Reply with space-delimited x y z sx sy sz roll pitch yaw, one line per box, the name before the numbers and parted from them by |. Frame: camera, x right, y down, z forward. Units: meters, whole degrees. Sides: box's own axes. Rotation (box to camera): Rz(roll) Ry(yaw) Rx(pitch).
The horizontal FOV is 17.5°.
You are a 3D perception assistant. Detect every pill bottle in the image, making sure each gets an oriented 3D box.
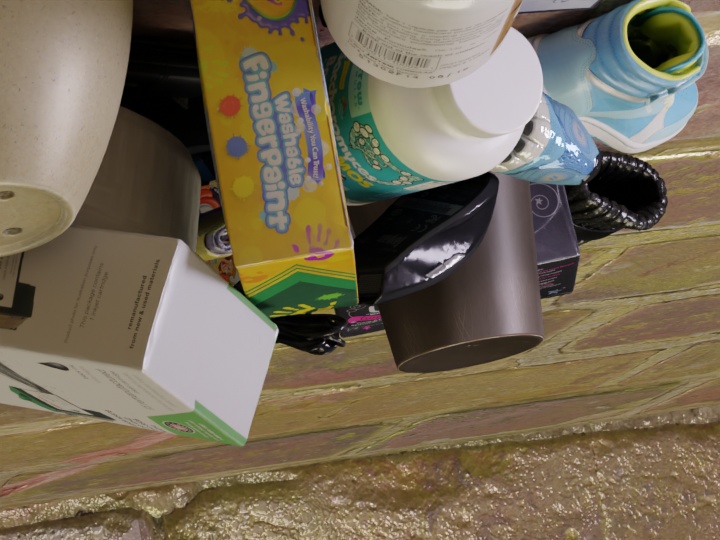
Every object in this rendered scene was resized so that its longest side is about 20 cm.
pill bottle | 0.034 -0.107 1.493 0.110 0.111 0.200 -4 176 -29
pill bottle | 0.041 -0.180 1.248 0.114 0.115 0.200 -10 168 -7

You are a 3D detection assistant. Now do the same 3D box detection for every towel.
towel | -0.116 -0.019 1.609 0.200 0.023 0.144 -19 -170 43

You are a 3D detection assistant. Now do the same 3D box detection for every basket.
basket | 0.062 -0.033 1.741 0.136 0.201 0.180 -1 165 -39

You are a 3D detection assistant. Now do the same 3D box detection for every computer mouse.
computer mouse | 0.000 0.000 1.543 0.140 0.046 0.200 6 -141 48

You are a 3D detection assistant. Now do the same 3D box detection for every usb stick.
usb stick | -0.171 -0.132 1.476 0.200 0.033 0.055 1 172 -45

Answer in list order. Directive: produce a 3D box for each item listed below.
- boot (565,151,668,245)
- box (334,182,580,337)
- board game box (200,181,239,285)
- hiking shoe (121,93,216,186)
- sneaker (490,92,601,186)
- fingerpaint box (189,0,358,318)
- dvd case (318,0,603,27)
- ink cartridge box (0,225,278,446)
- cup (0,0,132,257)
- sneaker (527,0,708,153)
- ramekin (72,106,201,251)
boot | 0.149 -0.046 2.042 0.211 0.080 0.158 -16 180 -33
box | 0.067 -0.038 1.889 0.199 0.133 0.115 -11 165 -2
board game box | -0.143 0.003 1.880 0.200 0.135 0.034 -20 165 35
hiking shoe | -0.114 -0.091 1.603 0.199 0.075 0.087 3 153 -29
sneaker | 0.101 -0.094 1.591 0.090 0.079 0.200 25 -171 -25
fingerpaint box | -0.054 -0.085 1.393 0.073 0.201 0.167 -10 169 -1
dvd case | 0.087 -0.191 1.471 0.199 0.018 0.143 -7 167 -21
ink cartridge box | -0.172 0.032 1.381 0.199 0.085 0.146 7 161 26
cup | -0.216 -0.090 1.287 0.200 0.144 0.200 -9 159 -3
sneaker | 0.215 -0.141 1.676 0.130 0.080 0.200 -19 167 39
ramekin | -0.193 -0.045 1.466 0.202 0.095 0.202 12 163 4
